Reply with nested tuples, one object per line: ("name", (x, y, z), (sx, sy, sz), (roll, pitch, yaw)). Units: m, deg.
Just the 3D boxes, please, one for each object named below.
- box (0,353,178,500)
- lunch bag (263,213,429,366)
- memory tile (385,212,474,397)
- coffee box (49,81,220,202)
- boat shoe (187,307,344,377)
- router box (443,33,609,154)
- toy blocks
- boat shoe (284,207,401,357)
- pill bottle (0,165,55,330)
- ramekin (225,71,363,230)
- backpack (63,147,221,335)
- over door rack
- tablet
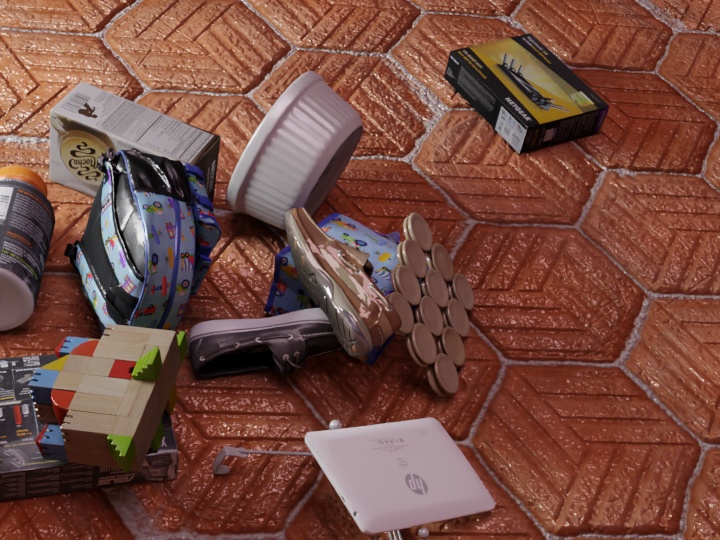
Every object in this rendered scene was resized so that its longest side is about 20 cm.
("box", (-0.304, 0.157, 1.473), (0.200, 0.050, 0.158), (-5, 45, -19))
("lunch bag", (0.000, 0.000, 1.695), (0.150, 0.094, 0.200), (27, 38, 13))
("memory tile", (0.082, 0.039, 1.648), (0.017, 0.153, 0.200), (-23, 30, 28))
("coffee box", (-0.285, -0.142, 1.757), (0.200, 0.113, 0.080), (22, 43, 10))
("boat shoe", (-0.096, 0.089, 1.579), (0.199, 0.070, 0.066), (-2, 54, -5))
("router box", (0.244, -0.265, 2.065), (0.157, 0.052, 0.200), (-17, 50, -29))
("toy blocks", (-0.271, 0.124, 1.424), (0.136, 0.100, 0.200), (5, 42, 9))
("boat shoe", (-0.021, 0.007, 1.557), (0.072, 0.076, 0.200), (-24, 63, -15))
("pill bottle", (-0.412, -0.034, 1.613), (0.106, 0.106, 0.200), (7, 42, -6))
("ramekin", (-0.077, -0.141, 1.754), (0.094, 0.203, 0.202), (34, 45, 5))
("backpack", (-0.239, -0.014, 1.577), (0.134, 0.183, 0.200), (8, 37, -29))
("over door rack", (-0.040, 0.231, 1.445), (0.200, 0.067, 0.148), (-3, 43, -17))
("tablet", (0.044, 0.211, 1.460), (0.200, 0.014, 0.130), (-1, 46, -44))
